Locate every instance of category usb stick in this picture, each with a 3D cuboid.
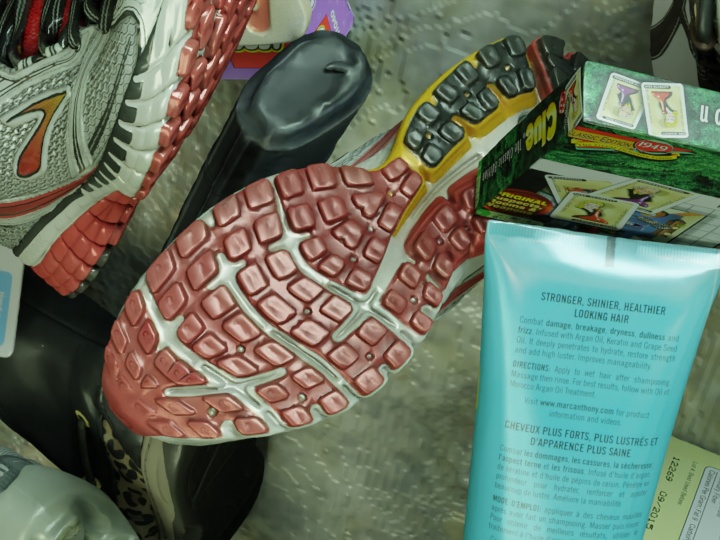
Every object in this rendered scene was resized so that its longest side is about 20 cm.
[{"bbox_3d":[-0.041,-0.027,0.886,0.033,0.055,0.200,45,155,4],"label":"usb stick"}]

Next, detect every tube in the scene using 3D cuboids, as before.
[{"bbox_3d":[0.064,0.082,0.818,0.077,0.050,0.201,5,112,-10],"label":"tube"}]

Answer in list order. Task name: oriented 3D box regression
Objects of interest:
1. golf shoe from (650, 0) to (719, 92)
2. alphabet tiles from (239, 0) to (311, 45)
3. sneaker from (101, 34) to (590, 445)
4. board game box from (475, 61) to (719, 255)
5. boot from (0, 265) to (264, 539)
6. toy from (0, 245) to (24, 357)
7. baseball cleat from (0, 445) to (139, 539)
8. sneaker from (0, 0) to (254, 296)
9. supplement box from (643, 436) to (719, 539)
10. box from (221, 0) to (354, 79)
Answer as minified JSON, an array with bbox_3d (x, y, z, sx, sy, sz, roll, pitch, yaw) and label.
[{"bbox_3d":[0.121,-0.076,0.752,0.077,0.095,0.201,17,139,12],"label":"golf shoe"},{"bbox_3d":[-0.100,-0.149,0.801,0.199,0.015,0.196,-1,131,29],"label":"alphabet tiles"},{"bbox_3d":[0.000,0.000,0.824,0.078,0.200,0.082,56,154,5],"label":"sneaker"},{"bbox_3d":[0.145,-0.019,0.773,0.199,0.024,0.105,12,161,-12],"label":"board game box"},{"bbox_3d":[-0.120,0.063,1.040,0.150,0.073,0.200,32,158,11],"label":"boot"},{"bbox_3d":[-0.223,-0.038,0.970,0.199,0.047,0.116,10,96,26],"label":"toy"},{"bbox_3d":[-0.110,0.139,1.020,0.106,0.070,0.201,29,149,42],"label":"baseball cleat"},{"bbox_3d":[-0.094,-0.062,0.808,0.082,0.078,0.200,31,143,-8],"label":"sneaker"},{"bbox_3d":[0.149,0.200,0.959,0.199,0.134,0.201,21,129,9],"label":"supplement box"},{"bbox_3d":[-0.113,-0.132,0.866,0.199,0.039,0.137,3,133,27],"label":"box"}]
